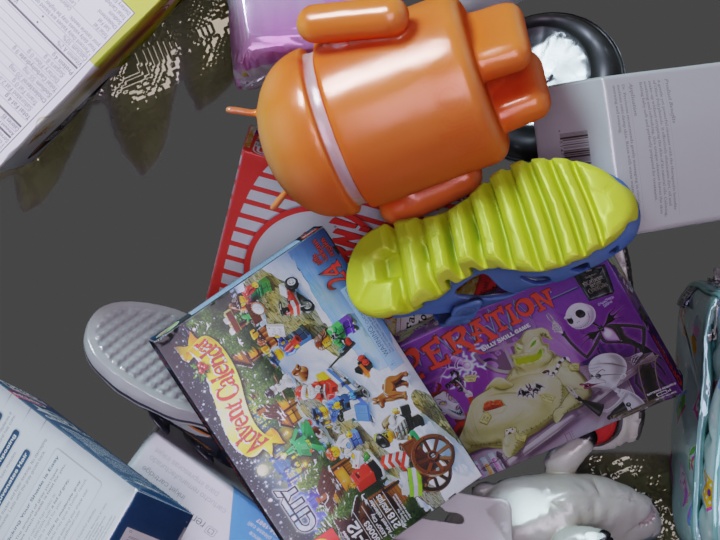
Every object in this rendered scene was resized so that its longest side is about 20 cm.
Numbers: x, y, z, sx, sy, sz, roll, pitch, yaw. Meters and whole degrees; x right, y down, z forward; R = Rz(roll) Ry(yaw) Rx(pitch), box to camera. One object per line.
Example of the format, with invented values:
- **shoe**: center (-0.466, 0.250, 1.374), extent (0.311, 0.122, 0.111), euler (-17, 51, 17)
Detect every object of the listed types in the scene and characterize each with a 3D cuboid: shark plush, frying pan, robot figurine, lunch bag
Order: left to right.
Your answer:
- **robot figurine**: center (0.019, -0.106, 1.582), extent (0.199, 0.144, 0.117), euler (-20, 72, 9)
- **shark plush**: center (0.108, 0.192, 1.720), extent (0.199, 0.083, 0.091), euler (-24, 59, 7)
- **frying pan**: center (0.118, -0.093, 1.693), extent (0.114, 0.031, 0.191), euler (6, 72, 20)
- **lunch bag**: center (0.257, 0.099, 1.674), extent (0.077, 0.160, 0.201), euler (1, 95, -1)

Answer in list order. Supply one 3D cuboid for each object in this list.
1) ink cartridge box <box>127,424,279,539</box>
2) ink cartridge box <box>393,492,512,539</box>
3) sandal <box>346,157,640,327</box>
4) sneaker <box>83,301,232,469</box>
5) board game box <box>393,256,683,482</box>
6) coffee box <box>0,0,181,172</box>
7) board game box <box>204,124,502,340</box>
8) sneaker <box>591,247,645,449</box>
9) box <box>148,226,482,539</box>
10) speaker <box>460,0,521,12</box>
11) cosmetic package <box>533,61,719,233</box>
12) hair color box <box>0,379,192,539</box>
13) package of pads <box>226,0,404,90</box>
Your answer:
- **ink cartridge box**: center (-0.140, 0.228, 1.717), extent (0.145, 0.084, 0.200), euler (36, 93, -2)
- **ink cartridge box**: center (0.044, 0.252, 1.687), extent (0.116, 0.067, 0.201), euler (5, 110, 21)
- **sandal**: center (0.093, -0.014, 1.598), extent (0.199, 0.087, 0.080), euler (-16, 65, 27)
- **sneaker**: center (-0.103, 0.089, 1.693), extent (0.199, 0.079, 0.079), euler (22, 55, -12)
- **board game box**: center (0.105, 0.070, 1.678), extent (0.199, 0.032, 0.120), euler (-25, 107, 19)
- **coffee box**: center (-0.237, -0.200, 1.631), extent (0.200, 0.200, 0.198), euler (44, 93, -4)
- **board game box**: center (0.000, 0.000, 1.696), extent (0.199, 0.046, 0.152), euler (15, 117, -1)
- **sneaker**: center (0.149, 0.027, 1.713), extent (0.084, 0.077, 0.201), euler (-7, 93, 5)
- **box**: center (-0.029, 0.091, 1.638), extent (0.136, 0.038, 0.201), euler (-34, 97, -9)
- **speaker**: center (0.134, -0.249, 1.692), extent (0.199, 0.081, 0.081), euler (-35, 93, 2)
- **cosmetic package**: center (0.221, -0.084, 1.655), extent (0.199, 0.085, 0.108), euler (-8, 92, -33)
- **hair color box**: center (-0.208, 0.156, 1.660), extent (0.060, 0.200, 0.100), euler (31, 90, -45)
- **package of pads**: center (-0.035, -0.226, 1.670), extent (0.120, 0.076, 0.201), euler (-5, 77, -4)
